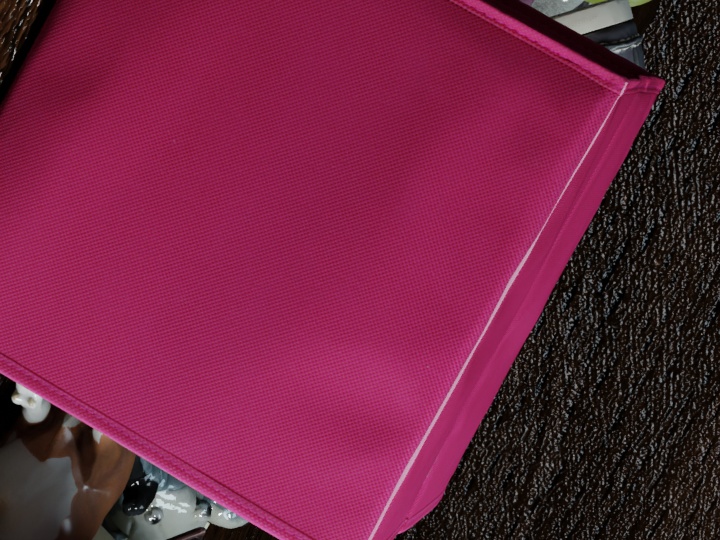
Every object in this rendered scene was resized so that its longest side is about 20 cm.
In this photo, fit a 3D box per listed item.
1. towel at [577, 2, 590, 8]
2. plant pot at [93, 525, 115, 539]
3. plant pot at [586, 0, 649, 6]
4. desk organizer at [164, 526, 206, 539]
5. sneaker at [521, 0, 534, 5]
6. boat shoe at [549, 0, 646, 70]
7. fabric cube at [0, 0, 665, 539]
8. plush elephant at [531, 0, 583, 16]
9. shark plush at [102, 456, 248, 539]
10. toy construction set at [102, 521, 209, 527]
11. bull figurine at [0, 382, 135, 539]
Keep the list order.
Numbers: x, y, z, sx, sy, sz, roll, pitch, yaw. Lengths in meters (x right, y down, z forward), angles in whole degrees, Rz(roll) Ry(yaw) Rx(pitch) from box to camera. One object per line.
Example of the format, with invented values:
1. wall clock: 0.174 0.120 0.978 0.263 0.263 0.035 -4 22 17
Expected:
1. towel: 0.168 -0.264 1.815 0.166 0.086 0.200 -54 171 -45
2. plant pot: -0.161 0.215 1.280 0.200 0.134 0.200 -57 173 -11
3. plant pot: 0.180 -0.263 1.576 0.200 0.200 0.193 -53 -178 -41
4. desk organizer: -0.145 0.188 1.104 0.200 0.077 0.072 -19 157 -25
5. sneaker: 0.054 -0.138 1.222 0.200 0.075 0.090 -51 165 -47
6. boat shoe: 0.042 -0.070 1.242 0.200 0.063 0.073 -19 -175 15
7. fabric cube: -0.021 -0.032 0.991 0.199 0.196 0.200 -62 172 8
8. plush elephant: 0.064 -0.124 1.392 0.155 0.165 0.200 -45 -161 -10
9. shark plush: -0.124 0.107 1.348 0.091 0.083 0.200 -27 169 5
10. toy construction set: -0.138 0.203 1.562 0.131 0.092 0.200 19 94 -58
11. bull figurine: -0.147 0.096 1.170 0.200 0.065 0.121 -57 169 -24
